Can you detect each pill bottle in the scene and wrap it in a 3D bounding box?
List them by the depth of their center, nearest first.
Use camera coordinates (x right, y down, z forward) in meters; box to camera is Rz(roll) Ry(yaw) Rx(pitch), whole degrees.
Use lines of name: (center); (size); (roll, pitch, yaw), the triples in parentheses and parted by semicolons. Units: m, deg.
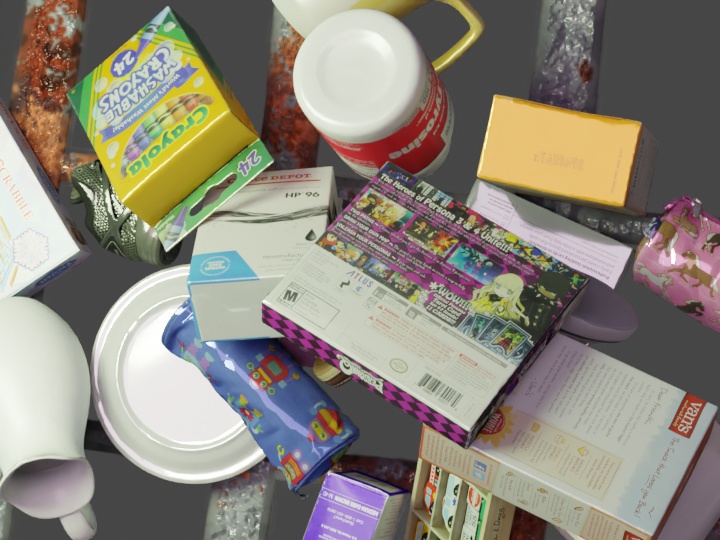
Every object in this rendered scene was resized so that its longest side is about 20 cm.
pill bottle: (0.019, -0.142, 1.689); (0.112, 0.200, 0.112); (-3, 76, 13)

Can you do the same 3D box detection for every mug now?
mug: (0.229, 0.170, 1.639); (0.153, 0.149, 0.187); (-45, 114, -3)
mug: (0.007, -0.262, 1.741); (0.153, 0.149, 0.187); (-39, 72, 15)

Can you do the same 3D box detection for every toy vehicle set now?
toy vehicle set: (0.086, 0.200, 1.669); (0.026, 0.124, 0.200); (1, 108, -27)

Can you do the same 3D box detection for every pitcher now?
pitcher: (-0.293, 0.138, 1.779); (0.121, 0.172, 0.200); (-21, 53, -3)

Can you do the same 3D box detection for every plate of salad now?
plate of salad: (-0.149, 0.094, 1.789); (0.200, 0.048, 0.200); (-1, 85, 10)

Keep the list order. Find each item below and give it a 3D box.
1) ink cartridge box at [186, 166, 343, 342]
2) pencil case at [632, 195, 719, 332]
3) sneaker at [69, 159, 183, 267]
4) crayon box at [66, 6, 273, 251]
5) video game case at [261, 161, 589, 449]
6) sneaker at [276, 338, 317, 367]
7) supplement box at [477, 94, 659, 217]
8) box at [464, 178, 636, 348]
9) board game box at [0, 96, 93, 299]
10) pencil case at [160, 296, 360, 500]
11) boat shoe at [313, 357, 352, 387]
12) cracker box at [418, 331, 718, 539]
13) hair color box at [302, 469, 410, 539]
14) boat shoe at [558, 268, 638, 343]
ink cartridge box: (-0.079, -0.028, 1.693); (0.116, 0.200, 0.068); (-4, 126, 6)
pencil case: (0.333, 0.014, 1.674); (0.200, 0.087, 0.083); (30, 61, 13)
sneaker: (-0.206, -0.110, 1.805); (0.114, 0.076, 0.200); (12, 86, 16)
crayon box: (-0.170, -0.127, 1.710); (0.126, 0.052, 0.200); (-40, 47, 8)
video game case: (0.052, 0.023, 1.560); (0.200, 0.036, 0.181); (31, 58, 16)
sneaker: (0.000, 0.000, 1.750); (0.200, 0.088, 0.080); (-46, 122, 7)
supplement box: (0.180, -0.095, 1.655); (0.126, 0.200, 0.074); (12, 91, 12)
box: (0.133, 0.040, 1.736); (0.156, 0.041, 0.200); (26, 92, 14)
board game box: (-0.387, -0.045, 1.857); (0.199, 0.041, 0.200); (-33, 79, 8)
pencil case: (-0.088, 0.104, 1.714); (0.078, 0.087, 0.200); (-38, 79, -28)
boat shoe: (0.054, 0.049, 1.694); (0.200, 0.072, 0.072); (-36, 106, -7)
cracker box: (0.164, 0.129, 1.549); (0.200, 0.058, 0.134); (25, 56, 15)
hair color box: (-0.026, 0.278, 1.715); (0.065, 0.109, 0.200); (19, 89, 13)
boat shoe: (0.138, 0.034, 1.661); (0.200, 0.074, 0.065); (14, 129, -19)
